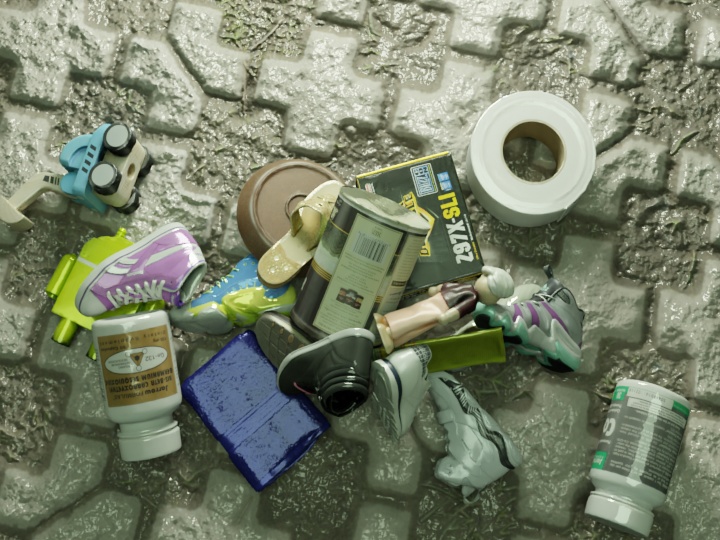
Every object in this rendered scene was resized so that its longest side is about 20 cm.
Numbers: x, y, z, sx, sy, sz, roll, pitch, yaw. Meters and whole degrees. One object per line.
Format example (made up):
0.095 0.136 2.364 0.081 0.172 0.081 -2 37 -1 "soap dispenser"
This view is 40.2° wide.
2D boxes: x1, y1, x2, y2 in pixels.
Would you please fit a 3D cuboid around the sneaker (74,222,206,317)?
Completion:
-0.317 0.024 1.435 0.199 0.073 0.115 -36 61 -6 "sneaker"

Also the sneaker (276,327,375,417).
-0.057 0.160 1.362 0.070 0.199 0.101 27 50 -31 "sneaker"

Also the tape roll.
0.267 -0.174 1.545 0.198 0.071 0.207 0 76 -1 "tape roll"

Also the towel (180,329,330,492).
-0.158 0.207 1.466 0.147 0.050 0.201 -39 82 -12 "towel"

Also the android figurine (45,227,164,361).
-0.389 0.034 1.506 0.179 0.041 0.203 22 78 5 "android figurine"

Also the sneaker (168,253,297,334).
-0.195 0.035 1.499 0.196 0.076 0.107 -4 65 -9 "sneaker"

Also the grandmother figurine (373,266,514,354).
0.118 0.049 1.357 0.197 0.122 0.061 -21 120 2 "grandmother figurine"

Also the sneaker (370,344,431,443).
0.063 0.177 1.400 0.080 0.201 0.077 -30 63 -19 "sneaker"

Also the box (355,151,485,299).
0.092 -0.067 1.530 0.157 0.049 0.204 -14 77 -5 "box"

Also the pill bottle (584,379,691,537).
0.397 0.271 1.419 0.111 0.113 0.203 20 77 4 "pill bottle"

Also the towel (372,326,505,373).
0.108 0.123 1.404 0.196 0.087 0.018 -10 57 6 "towel"

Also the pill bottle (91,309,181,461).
-0.319 0.165 1.425 0.112 0.114 0.204 -9 93 -3 "pill bottle"

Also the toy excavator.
-0.446 -0.141 1.529 0.196 0.100 0.198 13 75 16 "toy excavator"

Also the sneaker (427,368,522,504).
0.134 0.241 1.443 0.115 0.075 0.200 -42 80 -9 "sneaker"

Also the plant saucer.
-0.092 -0.089 1.514 0.196 0.035 0.204 5 66 -12 "plant saucer"

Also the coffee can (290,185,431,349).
0.000 0.000 1.426 0.144 0.146 0.203 24 103 5 "coffee can"

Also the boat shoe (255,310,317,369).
-0.070 0.126 1.468 0.199 0.074 0.075 40 122 -6 "boat shoe"

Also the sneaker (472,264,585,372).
0.253 0.051 1.443 0.198 0.077 0.142 29 67 -29 "sneaker"

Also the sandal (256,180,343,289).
-0.074 -0.065 1.451 0.077 0.070 0.212 37 64 3 "sandal"

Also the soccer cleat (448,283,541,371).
0.203 0.087 1.479 0.198 0.078 0.070 -34 79 -8 "soccer cleat"
